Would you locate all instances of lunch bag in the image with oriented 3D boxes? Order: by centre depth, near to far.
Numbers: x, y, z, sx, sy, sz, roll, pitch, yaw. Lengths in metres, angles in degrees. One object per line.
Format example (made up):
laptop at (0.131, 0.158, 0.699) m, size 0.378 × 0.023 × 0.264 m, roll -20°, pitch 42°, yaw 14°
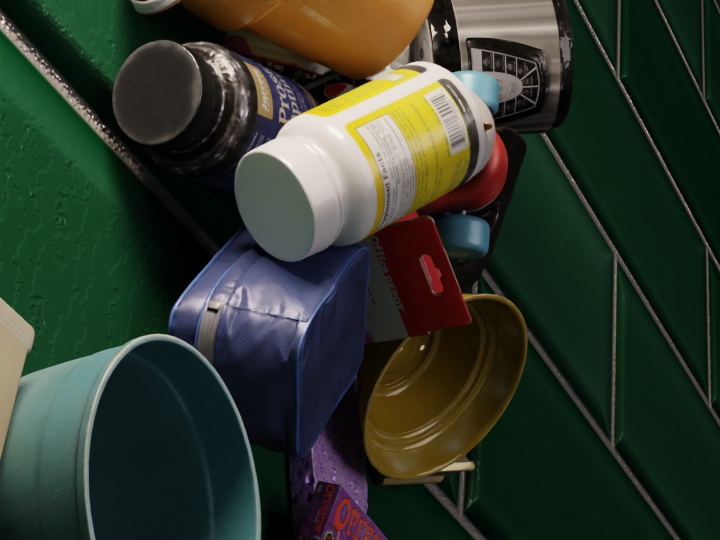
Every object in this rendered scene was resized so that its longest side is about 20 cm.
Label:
lunch bag at (-0.079, 0.048, 1.446) m, size 0.200 × 0.131 × 0.137 m, roll -54°, pitch 152°, yaw -58°

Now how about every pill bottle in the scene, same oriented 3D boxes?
pill bottle at (-0.001, -0.089, 1.441) m, size 0.199 × 0.114 × 0.115 m, roll -29°, pitch 108°, yaw -37°
pill bottle at (-0.117, -0.126, 1.459) m, size 0.200 × 0.111 × 0.113 m, roll 16°, pitch 65°, yaw -63°

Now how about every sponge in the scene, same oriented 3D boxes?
sponge at (-0.030, 0.180, 1.624) m, size 0.111 × 0.030 × 0.202 m, roll 23°, pitch 60°, yaw -61°

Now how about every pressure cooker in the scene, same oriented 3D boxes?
pressure cooker at (0.123, -0.230, 1.936) m, size 0.179 × 0.198 × 0.177 m, roll 108°, pitch -23°, yaw -67°

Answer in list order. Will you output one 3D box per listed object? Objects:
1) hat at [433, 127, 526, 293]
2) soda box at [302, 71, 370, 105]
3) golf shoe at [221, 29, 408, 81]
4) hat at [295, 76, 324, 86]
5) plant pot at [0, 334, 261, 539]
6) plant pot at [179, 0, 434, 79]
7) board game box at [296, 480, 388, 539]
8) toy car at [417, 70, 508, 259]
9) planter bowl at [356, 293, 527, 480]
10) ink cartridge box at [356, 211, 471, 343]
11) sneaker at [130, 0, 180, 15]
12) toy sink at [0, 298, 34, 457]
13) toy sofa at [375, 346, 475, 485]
hat at (0.102, -0.073, 1.911) m, size 0.201 × 0.080 × 0.202 m, roll -48°, pitch 152°, yaw -35°
soda box at (-0.015, -0.081, 1.618) m, size 0.070 × 0.063 × 0.201 m, roll -27°, pitch 135°, yaw -28°
golf shoe at (-0.040, -0.217, 1.637) m, size 0.199 × 0.075 × 0.092 m, roll 5°, pitch 89°, yaw -34°
hat at (-0.030, -0.242, 1.733) m, size 0.200 × 0.080 × 0.202 m, roll 38°, pitch 46°, yaw -54°
plant pot at (-0.191, 0.155, 1.093) m, size 0.200 × 0.187 × 0.202 m, roll 39°, pitch 45°, yaw -55°
plant pot at (-0.037, -0.269, 1.520) m, size 0.183 × 0.200 × 0.201 m, roll 34°, pitch 46°, yaw -28°
board game box at (-0.011, 0.285, 1.571) m, size 0.200 × 0.032 × 0.121 m, roll 55°, pitch 45°, yaw -52°
toy car at (0.063, -0.127, 1.710) m, size 0.200 × 0.175 × 0.186 m, roll 95°, pitch 1°, yaw -77°
planter bowl at (0.057, 0.091, 1.655) m, size 0.199 × 0.083 × 0.202 m, roll -25°, pitch 134°, yaw -29°
ink cartridge box at (0.000, 0.000, 1.555) m, size 0.117 × 0.198 × 0.067 m, roll 67°, pitch 29°, yaw -25°
sneaker at (-0.176, -0.309, 1.454) m, size 0.201 × 0.071 × 0.113 m, roll -87°, pitch 157°, yaw -44°
toy sink at (-0.277, 0.057, 1.018) m, size 0.112 × 0.129 × 0.201 m, roll 51°, pitch 36°, yaw -46°
toy sofa at (0.045, 0.115, 1.776) m, size 0.082 × 0.097 × 0.202 m, roll 3°, pitch 77°, yaw -40°
